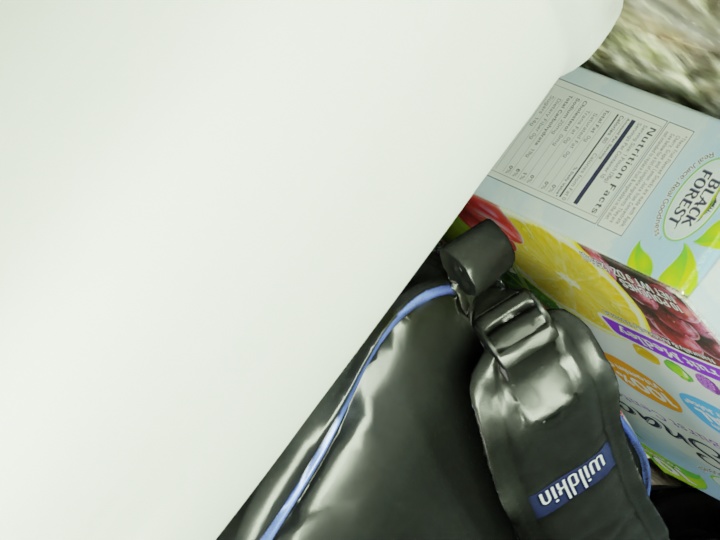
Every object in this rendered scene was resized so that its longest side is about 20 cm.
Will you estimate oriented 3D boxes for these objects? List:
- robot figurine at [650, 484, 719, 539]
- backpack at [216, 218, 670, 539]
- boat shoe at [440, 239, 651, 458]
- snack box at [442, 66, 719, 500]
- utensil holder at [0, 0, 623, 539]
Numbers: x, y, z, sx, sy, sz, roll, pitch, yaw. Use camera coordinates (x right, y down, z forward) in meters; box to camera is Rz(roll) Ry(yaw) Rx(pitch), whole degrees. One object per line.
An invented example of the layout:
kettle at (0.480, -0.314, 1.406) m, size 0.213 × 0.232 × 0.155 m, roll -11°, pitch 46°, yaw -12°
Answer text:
robot figurine at (0.137, 0.153, 1.099) m, size 0.200 × 0.124 × 0.151 m, roll 152°, pitch 94°, yaw -80°
backpack at (-0.006, 0.082, 0.752) m, size 0.154 × 0.200 × 0.190 m, roll 38°, pitch 180°, yaw 43°
boat shoe at (0.050, 0.009, 0.852) m, size 0.200 × 0.072 × 0.065 m, roll 35°, pitch 168°, yaw -35°
snack box at (0.103, 0.018, 0.733) m, size 0.142 × 0.053 × 0.200 m, roll 29°, pitch 169°, yaw 48°
utensil holder at (-0.061, -0.034, 0.613) m, size 0.170 × 0.200 × 0.170 m, roll 35°, pitch 171°, yaw 7°
